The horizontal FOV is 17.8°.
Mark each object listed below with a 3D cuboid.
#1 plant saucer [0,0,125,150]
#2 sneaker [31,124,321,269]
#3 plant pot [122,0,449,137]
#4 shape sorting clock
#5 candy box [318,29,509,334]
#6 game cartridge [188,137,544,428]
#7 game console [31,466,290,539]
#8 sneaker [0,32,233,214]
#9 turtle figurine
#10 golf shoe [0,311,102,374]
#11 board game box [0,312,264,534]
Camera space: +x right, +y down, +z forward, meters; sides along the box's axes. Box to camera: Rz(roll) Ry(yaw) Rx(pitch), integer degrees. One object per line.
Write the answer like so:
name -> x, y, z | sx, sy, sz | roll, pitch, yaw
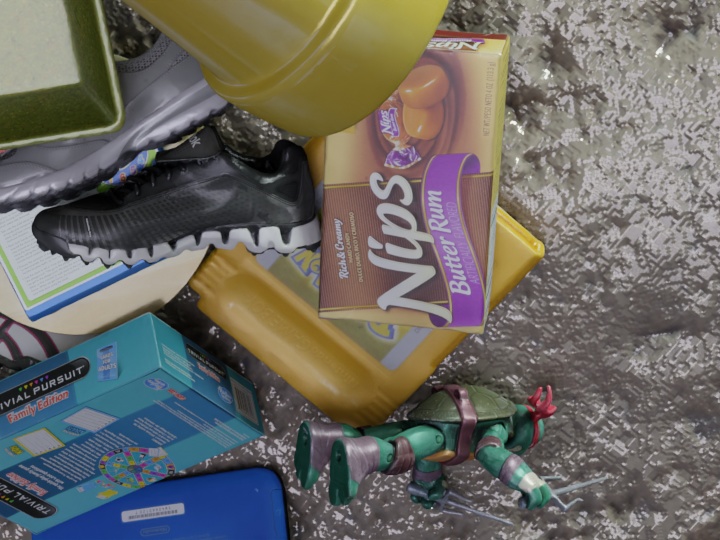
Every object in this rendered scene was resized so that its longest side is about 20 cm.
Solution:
plant saucer -> -0.264, -0.176, 1.482 | 0.200, 0.048, 0.200 | -9, 110, 3
sneaker -> -0.122, -0.054, 1.548 | 0.200, 0.066, 0.091 | -4, 110, -13
plant pot -> -0.069, -0.209, 1.425 | 0.189, 0.201, 0.201 | 25, 116, -34
shape sorting clock -> -0.198, -0.055, 1.607 | 0.200, 0.039, 0.200 | 0, 98, -1
candy box -> 0.034, -0.062, 1.545 | 0.117, 0.056, 0.200 | 6, 111, 7
game cartridge -> 0.000, 0.000, 1.619 | 0.176, 0.032, 0.200 | 39, 110, -7
game console -> -0.133, 0.250, 1.741 | 0.200, 0.118, 0.171 | -9, 78, 12
sneaker -> -0.185, -0.102, 1.553 | 0.200, 0.075, 0.082 | -28, 88, -7
turtle figurine -> 0.063, 0.130, 1.620 | 0.200, 0.150, 0.101 | 0, 80, -23
golf shoe -> -0.249, 0.027, 1.646 | 0.200, 0.077, 0.088 | 6, 102, 5
board game box -> -0.193, 0.112, 1.635 | 0.200, 0.047, 0.151 | -24, 149, 16
